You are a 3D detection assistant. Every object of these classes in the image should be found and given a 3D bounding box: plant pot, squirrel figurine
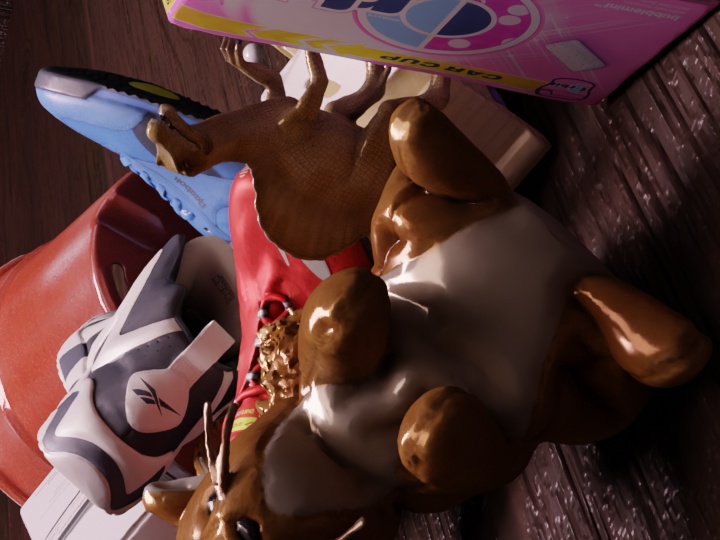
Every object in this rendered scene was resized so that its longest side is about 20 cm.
[{"bbox_3d":[-0.128,0.038,1.371,0.195,0.200,0.202,138,139,-54],"label":"plant pot"},{"bbox_3d":[0.012,0.058,0.851,0.187,0.141,0.200,-49,-3,-3],"label":"squirrel figurine"}]

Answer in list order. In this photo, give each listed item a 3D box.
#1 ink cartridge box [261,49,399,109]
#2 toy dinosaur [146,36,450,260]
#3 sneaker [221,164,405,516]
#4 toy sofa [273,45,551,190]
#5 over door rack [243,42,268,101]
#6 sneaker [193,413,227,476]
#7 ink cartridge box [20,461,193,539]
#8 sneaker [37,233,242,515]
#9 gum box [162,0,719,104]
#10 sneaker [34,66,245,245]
[{"bbox_3d":[0.008,-0.166,1.028,0.200,0.067,0.116,-55,25,-2],"label":"ink cartridge box"},{"bbox_3d":[-0.001,-0.050,0.943,0.058,0.199,0.102,6,77,64],"label":"toy dinosaur"},{"bbox_3d":[-0.027,0.050,0.981,0.077,0.085,0.201,3,111,36],"label":"sneaker"},{"bbox_3d":[0.031,-0.079,1.075,0.083,0.097,0.200,-50,26,16],"label":"toy sofa"},{"bbox_3d":[-0.031,-0.148,1.323,0.148,0.066,0.201,-113,34,-60],"label":"over door rack"},{"bbox_3d":[0.003,0.066,1.084,0.200,0.087,0.076,-22,92,48],"label":"sneaker"},{"bbox_3d":[-0.096,0.168,1.219,0.084,0.144,0.200,-51,17,-2],"label":"ink cartridge box"},{"bbox_3d":[-0.089,0.034,1.123,0.130,0.079,0.199,-44,4,10],"label":"sneaker"},{"bbox_3d":[0.025,-0.128,0.868,0.113,0.199,0.067,141,136,-65],"label":"gum box"},{"bbox_3d":[-0.092,-0.053,1.244,0.066,0.199,0.079,-98,30,-75],"label":"sneaker"}]
